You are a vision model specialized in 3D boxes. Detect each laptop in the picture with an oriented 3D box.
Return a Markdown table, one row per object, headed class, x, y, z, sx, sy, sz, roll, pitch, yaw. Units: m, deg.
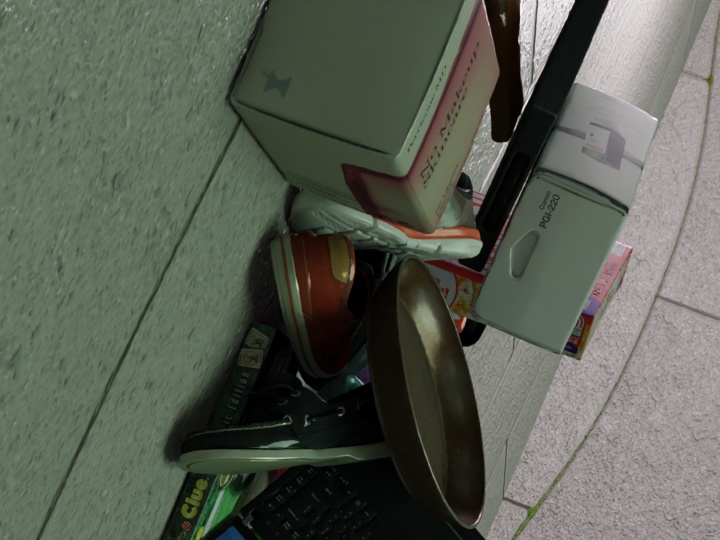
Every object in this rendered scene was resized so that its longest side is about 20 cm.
| class | x | y | z | sx | sy | sz | roll | pitch | yaw |
| --- | --- | --- | --- | --- | --- | --- | --- | --- | --- |
| laptop | -0.005 | 0.215 | 1.299 | 0.200 | 0.177 | 0.103 | -39 | 177 | -15 |

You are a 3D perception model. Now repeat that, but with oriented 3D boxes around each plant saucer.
| class | x | y | z | sx | sy | sz | roll | pitch | yaw |
| --- | --- | --- | --- | --- | --- | --- | --- | --- | --- |
| plant saucer | 0.045 | 0.089 | 1.324 | 0.200 | 0.034 | 0.200 | -15 | 90 | -75 |

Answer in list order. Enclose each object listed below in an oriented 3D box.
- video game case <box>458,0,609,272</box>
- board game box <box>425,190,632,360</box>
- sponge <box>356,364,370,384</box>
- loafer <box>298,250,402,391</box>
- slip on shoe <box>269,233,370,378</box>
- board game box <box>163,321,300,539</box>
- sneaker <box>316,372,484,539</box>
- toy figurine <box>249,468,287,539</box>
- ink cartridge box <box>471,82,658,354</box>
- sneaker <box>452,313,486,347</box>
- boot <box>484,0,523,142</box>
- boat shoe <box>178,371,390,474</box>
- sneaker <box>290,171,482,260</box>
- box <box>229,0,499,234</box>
| class | x | y | z | sx | sy | sz | roll | pitch | yaw |
| --- | --- | --- | --- | --- | --- | --- | --- | --- | --- |
| video game case | 0.142 | -0.123 | 1.456 | 0.181 | 0.025 | 0.200 | 113 | 3 | -47 |
| board game box | 0.122 | -0.006 | 1.612 | 0.152 | 0.200 | 0.046 | -50 | 157 | -59 |
| sponge | -0.002 | 0.177 | 1.588 | 0.030 | 0.112 | 0.200 | 2 | 111 | -47 |
| loafer | 0.000 | 0.000 | 1.437 | 0.070 | 0.068 | 0.201 | 24 | 97 | -40 |
| slip on shoe | -0.021 | 0.026 | 1.319 | 0.200 | 0.061 | 0.074 | 76 | 4 | -67 |
| board game box | -0.095 | 0.139 | 1.321 | 0.105 | 0.023 | 0.200 | 56 | 55 | -77 |
| sneaker | 0.035 | 0.157 | 1.395 | 0.082 | 0.200 | 0.074 | -57 | 165 | 28 |
| toy figurine | -0.006 | 0.194 | 1.476 | 0.184 | 0.200 | 0.150 | -74 | 171 | -48 |
| ink cartridge box | 0.167 | -0.046 | 1.497 | 0.200 | 0.085 | 0.146 | -56 | 170 | -60 |
| sneaker | 0.087 | 0.042 | 1.814 | 0.200 | 0.084 | 0.075 | -7 | 117 | -77 |
| boot | 0.095 | -0.193 | 1.395 | 0.188 | 0.068 | 0.200 | -85 | 174 | -65 |
| boat shoe | -0.046 | 0.102 | 1.268 | 0.199 | 0.074 | 0.066 | 0 | 78 | -41 |
| sneaker | 0.018 | -0.055 | 1.339 | 0.200 | 0.077 | 0.082 | 11 | 79 | -57 |
| box | 0.010 | -0.116 | 1.149 | 0.200 | 0.109 | 0.128 | 54 | 58 | -76 |
